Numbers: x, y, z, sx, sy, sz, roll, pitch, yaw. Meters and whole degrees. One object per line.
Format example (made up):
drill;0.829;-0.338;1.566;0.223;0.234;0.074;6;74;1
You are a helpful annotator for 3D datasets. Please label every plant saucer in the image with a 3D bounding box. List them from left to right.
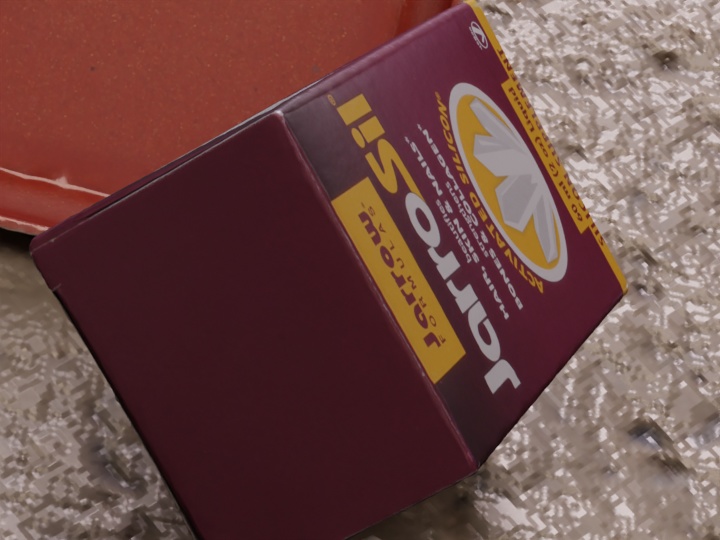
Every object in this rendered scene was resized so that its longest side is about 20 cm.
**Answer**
plant saucer;-0.065;-0.104;0.883;0.198;0.037;0.201;13;90;-5

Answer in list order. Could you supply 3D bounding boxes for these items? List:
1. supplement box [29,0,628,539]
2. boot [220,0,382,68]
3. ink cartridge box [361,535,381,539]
supplement box;0.000;0.000;0.767;0.111;0.085;0.200;61;22;-4
boot;-0.025;-0.157;0.970;0.095;0.074;0.201;21;51;-8
ink cartridge box;-0.038;0.173;0.672;0.199;0.126;0.129;-18;60;-27
